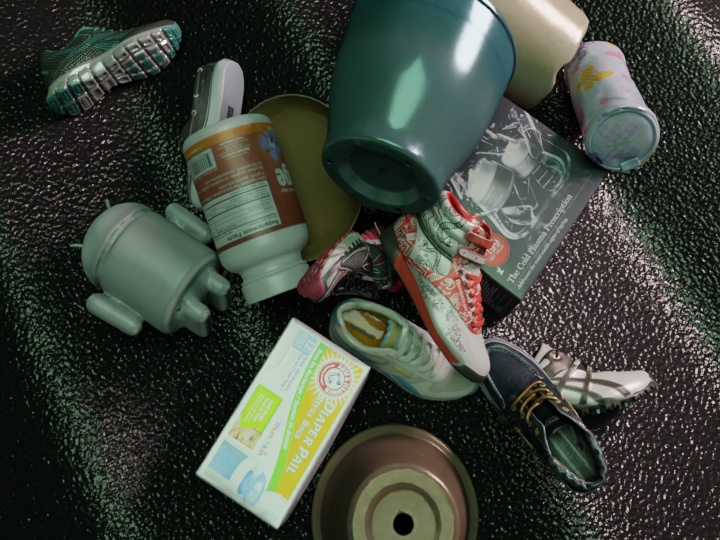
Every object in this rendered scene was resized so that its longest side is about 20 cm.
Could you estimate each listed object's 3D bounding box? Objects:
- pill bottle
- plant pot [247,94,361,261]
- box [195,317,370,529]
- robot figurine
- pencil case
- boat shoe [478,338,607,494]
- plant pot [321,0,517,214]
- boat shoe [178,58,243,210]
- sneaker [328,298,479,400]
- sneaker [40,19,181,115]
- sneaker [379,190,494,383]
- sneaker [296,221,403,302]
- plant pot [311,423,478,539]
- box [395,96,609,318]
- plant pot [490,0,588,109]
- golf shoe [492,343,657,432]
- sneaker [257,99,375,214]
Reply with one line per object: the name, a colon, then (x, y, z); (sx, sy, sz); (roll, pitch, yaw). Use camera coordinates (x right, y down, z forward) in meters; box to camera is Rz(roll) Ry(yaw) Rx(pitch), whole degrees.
pill bottle: (-0.126, -0.069, 0.867); (0.110, 0.112, 0.204); (-19, 91, -6)
plant pot: (-0.080, -0.113, 0.916); (0.196, 0.027, 0.205); (4, 100, 23)
box: (-0.082, 0.173, 0.848); (0.111, 0.102, 0.202); (30, 77, 6)
robot figurine: (-0.248, -0.004, 0.883); (0.198, 0.113, 0.171); (33, 62, 7)
pencil case: (0.306, -0.206, 0.913); (0.091, 0.083, 0.202); (41, 31, -27)
boat shoe: (0.194, 0.149, 0.800); (0.071, 0.091, 0.201); (-39, 70, -1)
plant pot: (0.049, -0.175, 0.797); (0.197, 0.201, 0.191); (20, 67, 4)
boat shoe: (-0.202, -0.176, 0.956); (0.065, 0.070, 0.205); (3, 81, 23)
sneaker: (0.053, 0.097, 0.881); (0.197, 0.081, 0.078); (22, 75, 3)
sneaker: (-0.335, -0.291, 0.976); (0.198, 0.078, 0.092); (-29, 74, -9)
sneaker: (0.112, 0.013, 0.811); (0.107, 0.067, 0.204); (-35, 79, 22)
sneaker: (0.000, 0.000, 0.853); (0.081, 0.199, 0.075); (-43, 80, 29)
plant pot: (0.042, 0.264, 0.792); (0.196, 0.175, 0.205); (1, 75, -2)
box: (0.168, -0.082, 0.916); (0.181, 0.104, 0.201); (35, 78, 9)
plant pot: (0.178, -0.310, 0.942); (0.182, 0.200, 0.203); (31, 77, -5)
golf shoe: (0.251, 0.128, 0.879); (0.196, 0.078, 0.096); (-10, 76, -5)
sneaker: (-0.056, -0.140, 0.942); (0.197, 0.074, 0.120); (19, 79, 5)
